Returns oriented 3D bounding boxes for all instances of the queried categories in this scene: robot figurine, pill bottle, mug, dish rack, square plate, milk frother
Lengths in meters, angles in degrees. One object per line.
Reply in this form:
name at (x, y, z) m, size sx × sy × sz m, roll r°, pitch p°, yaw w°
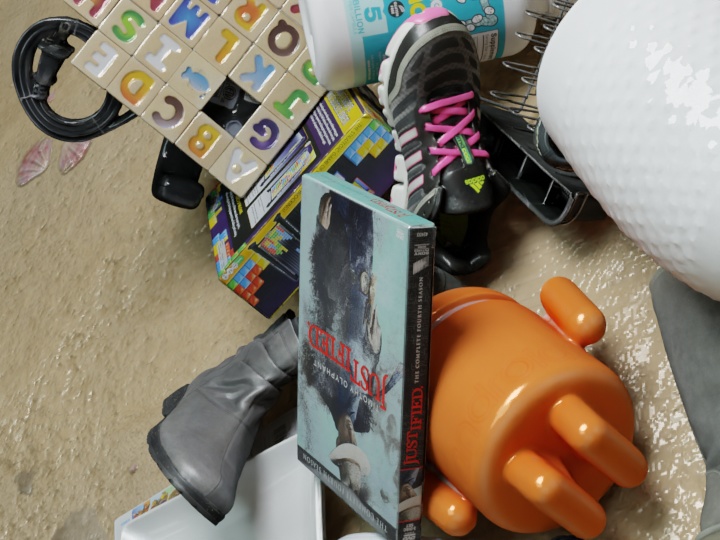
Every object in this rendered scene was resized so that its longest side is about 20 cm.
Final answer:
robot figurine at (0.089, 0.081, 0.885) m, size 0.200 × 0.116 × 0.144 m, roll 39°, pitch 129°, yaw 53°
pill bottle at (0.056, -0.205, 1.074) m, size 0.199 × 0.111 × 0.111 m, roll -13°, pitch 46°, yaw -5°
mug at (0.222, -0.076, 0.782) m, size 0.199 × 0.148 × 0.176 m, roll -21°, pitch 48°, yaw -9°
dish rack at (0.153, -0.144, 0.979) m, size 0.153 × 0.054 × 0.200 m, roll 51°, pitch 126°, yaw 49°
square plate at (-0.093, 0.232, 1.004) m, size 0.200 × 0.028 × 0.199 m, roll -30°, pitch 46°, yaw 28°
milk frother at (-0.173, -0.163, 1.208) m, size 0.181 × 0.200 × 0.188 m, roll -54°, pitch 13°, yaw -1°

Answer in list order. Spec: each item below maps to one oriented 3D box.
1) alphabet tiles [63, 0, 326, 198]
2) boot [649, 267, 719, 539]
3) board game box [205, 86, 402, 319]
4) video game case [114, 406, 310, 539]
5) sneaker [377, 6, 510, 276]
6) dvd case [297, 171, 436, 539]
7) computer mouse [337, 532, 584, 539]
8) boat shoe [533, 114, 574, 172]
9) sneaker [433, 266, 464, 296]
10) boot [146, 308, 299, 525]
alphabet tiles at (-0.119, -0.183, 1.114) m, size 0.167 × 0.200 × 0.008 m, roll -52°, pitch 7°, yaw -5°
boot at (0.244, 0.057, 0.790) m, size 0.181 × 0.073 × 0.200 m, roll -22°, pitch 43°, yaw 32°
board game box at (-0.045, -0.071, 1.130) m, size 0.165 × 0.057 × 0.200 m, roll -46°, pitch 20°, yaw 9°
video game case at (-0.109, 0.206, 1.076) m, size 0.200 × 0.018 × 0.144 m, roll -33°, pitch 44°, yaw 25°
sneaker at (0.063, -0.080, 0.989) m, size 0.074 × 0.200 × 0.087 m, roll -17°, pitch 37°, yaw -22°
dvd case at (0.000, 0.051, 0.900) m, size 0.146 × 0.022 × 0.201 m, roll 31°, pitch 124°, yaw 58°
computer mouse at (0.046, 0.199, 0.868) m, size 0.199 × 0.044 × 0.110 m, roll 4°, pitch 65°, yaw 32°
boat shoe at (0.174, -0.138, 0.873) m, size 0.199 × 0.075 × 0.066 m, roll -44°, pitch -5°, yaw 20°
sneaker at (-0.001, 0.003, 1.015) m, size 0.200 × 0.104 × 0.060 m, roll -1°, pitch 64°, yaw 59°
boot at (-0.080, 0.091, 1.031) m, size 0.132 × 0.070 × 0.200 m, roll -38°, pitch 19°, yaw 5°
